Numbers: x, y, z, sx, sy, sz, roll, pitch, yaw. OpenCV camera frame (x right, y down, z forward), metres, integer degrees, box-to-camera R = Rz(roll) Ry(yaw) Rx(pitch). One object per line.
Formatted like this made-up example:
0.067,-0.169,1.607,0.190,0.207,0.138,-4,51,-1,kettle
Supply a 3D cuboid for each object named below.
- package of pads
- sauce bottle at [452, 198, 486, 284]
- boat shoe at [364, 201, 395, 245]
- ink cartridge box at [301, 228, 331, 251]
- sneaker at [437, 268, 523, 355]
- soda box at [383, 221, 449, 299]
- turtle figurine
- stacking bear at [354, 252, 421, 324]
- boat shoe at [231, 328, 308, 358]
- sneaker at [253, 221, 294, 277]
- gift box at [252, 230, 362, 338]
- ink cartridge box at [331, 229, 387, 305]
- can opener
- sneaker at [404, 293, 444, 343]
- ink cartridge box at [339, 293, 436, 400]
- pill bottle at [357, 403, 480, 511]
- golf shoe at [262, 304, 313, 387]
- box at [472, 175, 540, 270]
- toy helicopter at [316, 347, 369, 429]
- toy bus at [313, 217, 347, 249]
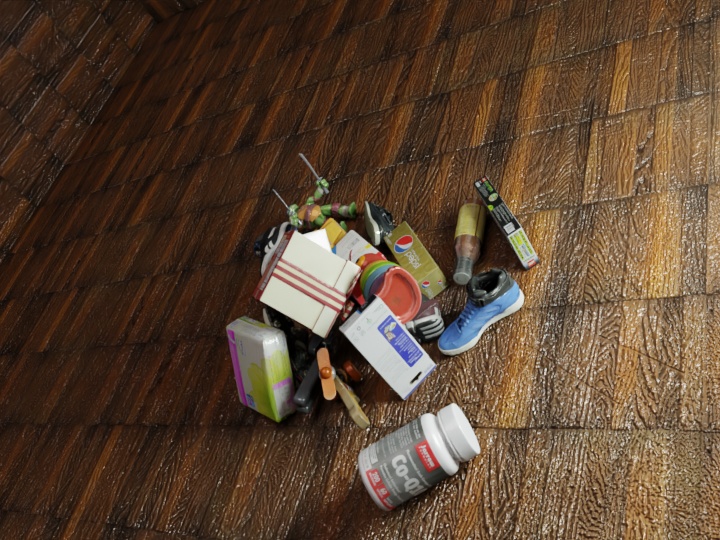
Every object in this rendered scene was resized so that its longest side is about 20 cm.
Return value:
-0.214,0.214,1.641,0.067,0.205,0.153,-24,24,-38,package of pads
0.231,-0.063,1.628,0.065,0.066,0.203,-10,46,33,sauce bottle
0.049,-0.119,1.836,0.064,0.076,0.200,-7,20,-6,boat shoe
-0.100,0.018,1.752,0.066,0.205,0.116,-15,-1,-24,ink cartridge box
0.218,0.074,1.474,0.198,0.112,0.077,-35,38,8,sneaker
0.123,-0.022,1.683,0.067,0.064,0.201,-36,39,6,soda box
-0.117,-0.169,1.939,0.190,0.205,0.144,15,28,22,turtle figurine
0.042,0.025,1.575,0.123,0.113,0.200,-55,28,8,stacking bear
-0.209,0.182,1.769,0.197,0.072,0.061,-12,42,22,boat shoe
-0.246,-0.037,2.012,0.110,0.074,0.202,-16,37,33,sneaker
-0.100,0.020,1.586,0.203,0.184,0.184,-60,13,-1,gift box
0.000,0.000,1.762,0.116,0.067,0.200,-44,38,-3,ink cartridge box
-0.102,0.214,1.629,0.065,0.054,0.202,7,47,27,can opener
0.084,0.109,1.598,0.195,0.077,0.117,-14,38,17,sneaker
0.055,0.151,1.480,0.099,0.201,0.039,-43,22,-8,ink cartridge box
0.103,0.326,1.329,0.198,0.114,0.115,-32,39,11,pill bottle
-0.178,0.168,1.671,0.087,0.204,0.077,-26,-2,29,golf shoe
0.302,-0.102,1.571,0.034,0.110,0.202,-31,40,9,box
-0.035,0.239,1.513,0.078,0.133,0.201,-39,38,0,toy helicopter
-0.120,-0.035,1.860,0.065,0.078,0.201,43,100,10,toy bus
